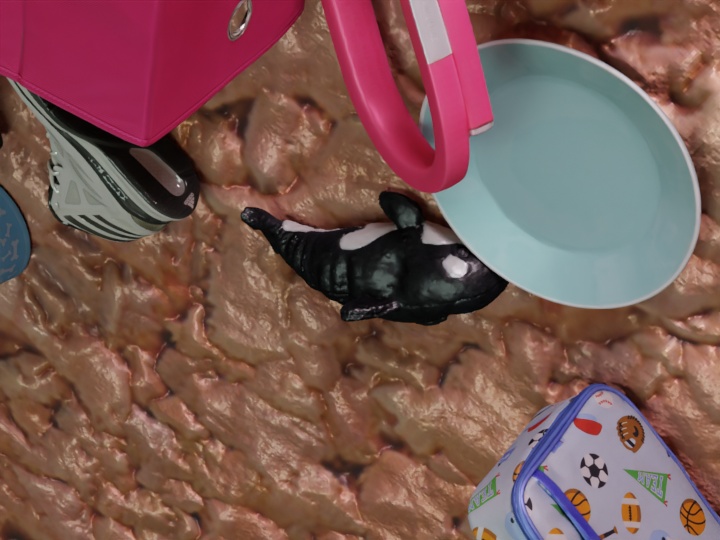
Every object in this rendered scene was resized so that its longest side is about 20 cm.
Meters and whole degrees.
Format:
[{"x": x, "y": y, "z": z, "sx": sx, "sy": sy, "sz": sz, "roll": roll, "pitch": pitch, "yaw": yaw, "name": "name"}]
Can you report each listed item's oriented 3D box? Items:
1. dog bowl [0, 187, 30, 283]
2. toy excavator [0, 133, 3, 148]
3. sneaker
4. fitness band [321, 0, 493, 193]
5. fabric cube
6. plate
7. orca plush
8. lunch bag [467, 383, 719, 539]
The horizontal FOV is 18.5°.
[{"x": -0.357, "y": -0.049, "z": 1.760, "sx": 0.199, "sy": 0.050, "sz": 0.112, "roll": 32, "pitch": 137, "yaw": 12, "name": "dog bowl"}, {"x": -0.395, "y": -0.100, "z": 1.635, "sx": 0.193, "sy": 0.200, "sz": 0.100, "roll": 9, "pitch": 128, "yaw": 30, "name": "toy excavator"}, {"x": -0.218, "y": -0.095, "z": 1.602, "sx": 0.201, "sy": 0.076, "sz": 0.115, "roll": 49, "pitch": 135, "yaw": -11, "name": "sneaker"}, {"x": 0.024, "y": -0.145, "z": 1.370, "sx": 0.143, "sy": 0.037, "sz": 0.201, "roll": 31, "pitch": 140, "yaw": 59, "name": "fitness band"}, {"x": -0.147, "y": -0.236, "z": 1.350, "sx": 0.199, "sy": 0.196, "sz": 0.200, "roll": 27, "pitch": 134, "yaw": 16, "name": "fabric cube"}, {"x": 0.129, "y": -0.064, "z": 1.412, "sx": 0.199, "sy": 0.026, "sz": 0.201, "roll": 20, "pitch": 133, "yaw": 23, "name": "plate"}, {"x": 0.000, "y": 0.000, "z": 1.523, "sx": 0.199, "sy": 0.071, "sz": 0.106, "roll": 23, "pitch": 134, "yaw": 20, "name": "orca plush"}, {"x": 0.169, "y": 0.191, "z": 1.489, "sx": 0.200, "sy": 0.160, "sz": 0.075, "roll": 51, "pitch": 137, "yaw": -9, "name": "lunch bag"}]
